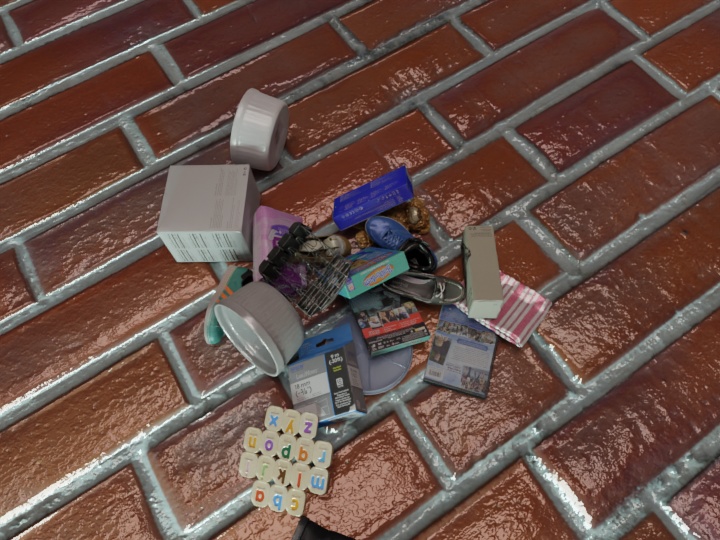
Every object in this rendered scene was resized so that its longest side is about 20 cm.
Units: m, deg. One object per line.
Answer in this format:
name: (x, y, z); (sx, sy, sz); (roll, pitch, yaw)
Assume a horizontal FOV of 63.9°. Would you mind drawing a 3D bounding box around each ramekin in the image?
ramekin: (-0.210, 0.118, 1.244); (0.199, 0.201, 0.105); (37, 60, 20)
ramekin: (-0.255, -0.356, 1.490); (0.096, 0.201, 0.203); (16, 64, 3)

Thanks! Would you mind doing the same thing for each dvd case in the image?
dvd case: (0.231, 0.173, 1.290); (0.141, 0.018, 0.202); (15, 63, 9)
dvd case: (0.054, 0.092, 1.305); (0.144, 0.022, 0.201); (-14, 53, -16)

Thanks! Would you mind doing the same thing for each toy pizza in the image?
toy pizza: (0.018, 0.182, 1.287); (0.197, 0.032, 0.202); (-2, 60, 3)

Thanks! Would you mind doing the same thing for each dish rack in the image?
dish rack: (-0.113, -0.001, 1.211); (0.199, 0.055, 0.154); (37, 87, 29)

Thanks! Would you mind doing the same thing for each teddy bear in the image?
teddy bear: (0.075, -0.119, 1.421); (0.197, 0.067, 0.147); (2, 65, 5)

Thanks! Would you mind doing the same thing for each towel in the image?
towel: (0.320, 0.070, 1.319); (0.199, 0.030, 0.146); (33, 62, 20)

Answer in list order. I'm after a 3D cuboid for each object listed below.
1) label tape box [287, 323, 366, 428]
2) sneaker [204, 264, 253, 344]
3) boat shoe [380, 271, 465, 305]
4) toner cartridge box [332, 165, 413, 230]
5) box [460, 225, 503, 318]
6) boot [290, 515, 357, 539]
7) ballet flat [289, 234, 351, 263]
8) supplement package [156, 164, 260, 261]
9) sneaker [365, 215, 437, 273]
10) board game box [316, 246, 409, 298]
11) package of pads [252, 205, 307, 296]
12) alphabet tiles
label tape box: (-0.078, 0.220, 1.221); (0.143, 0.063, 0.202); (-22, 64, 19)
sneaker: (-0.295, 0.079, 1.333); (0.079, 0.072, 0.202); (9, 62, 12)
boat shoe: (0.138, 0.039, 1.292); (0.197, 0.057, 0.068); (11, 93, 6)
toner cartridge box: (0.029, -0.174, 1.389); (0.198, 0.043, 0.096); (-23, 32, 18)
box: (0.271, 0.001, 1.301); (0.067, 0.083, 0.202); (0, 57, 0)
boot: (-0.053, 0.577, 1.074); (0.198, 0.066, 0.166); (21, 67, 8)
ballet flat: (-0.088, -0.051, 1.349); (0.198, 0.063, 0.070); (-11, 83, -38)
supplement package: (-0.360, -0.137, 1.404); (0.197, 0.148, 0.194); (0, 62, 3)
sneaker: (0.092, -0.063, 1.330); (0.199, 0.111, 0.077); (39, 95, 6)
board game box: (0.000, 0.000, 1.291); (0.151, 0.200, 0.045); (-26, 103, -16)
package of pads: (-0.194, -0.047, 1.367); (0.119, 0.076, 0.202); (12, 58, -31)
alphabet tiles: (-0.151, 0.380, 1.164); (0.197, 0.015, 0.198); (5, 79, 20)
